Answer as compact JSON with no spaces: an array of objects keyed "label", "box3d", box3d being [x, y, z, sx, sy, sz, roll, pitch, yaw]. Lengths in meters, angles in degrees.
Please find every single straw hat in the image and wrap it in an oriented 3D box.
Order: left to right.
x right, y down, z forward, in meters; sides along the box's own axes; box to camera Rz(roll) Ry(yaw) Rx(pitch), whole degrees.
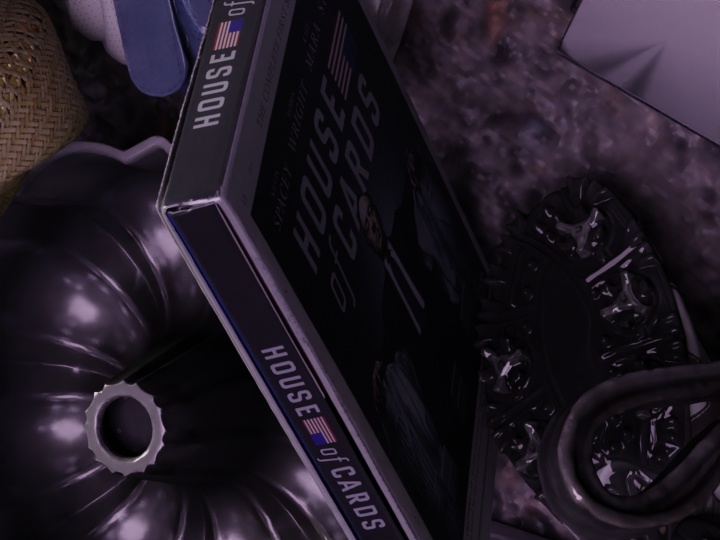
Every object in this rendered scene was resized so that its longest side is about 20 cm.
[{"label":"straw hat","box3d":[-0.137,-0.059,0.798,0.085,0.202,0.201,37,119,-16]}]

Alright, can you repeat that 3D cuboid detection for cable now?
[{"label":"cable","box3d":[0.141,0.031,0.735,0.050,0.199,0.098,-25,69,53]}]

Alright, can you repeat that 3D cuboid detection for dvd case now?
[{"label":"dvd case","box3d":[0.000,0.000,0.746,0.025,0.151,0.201,-11,132,19]}]

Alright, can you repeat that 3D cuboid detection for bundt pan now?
[{"label":"bundt pan","box3d":[-0.066,0.052,0.861,0.200,0.076,0.204,2,94,25]}]

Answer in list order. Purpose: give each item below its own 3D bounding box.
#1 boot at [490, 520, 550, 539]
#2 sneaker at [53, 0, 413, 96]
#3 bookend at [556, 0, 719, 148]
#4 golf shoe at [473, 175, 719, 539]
[{"label":"boot","box3d":[0.048,0.137,0.843,0.198,0.096,0.074,1,107,22]},{"label":"sneaker","box3d":[-0.044,-0.153,0.797,0.146,0.081,0.201,20,119,11]},{"label":"bookend","box3d":[0.138,-0.048,0.690,0.198,0.200,0.093,31,115,10]},{"label":"golf shoe","box3d":[0.101,0.067,0.794,0.077,0.094,0.201,-29,66,27]}]
